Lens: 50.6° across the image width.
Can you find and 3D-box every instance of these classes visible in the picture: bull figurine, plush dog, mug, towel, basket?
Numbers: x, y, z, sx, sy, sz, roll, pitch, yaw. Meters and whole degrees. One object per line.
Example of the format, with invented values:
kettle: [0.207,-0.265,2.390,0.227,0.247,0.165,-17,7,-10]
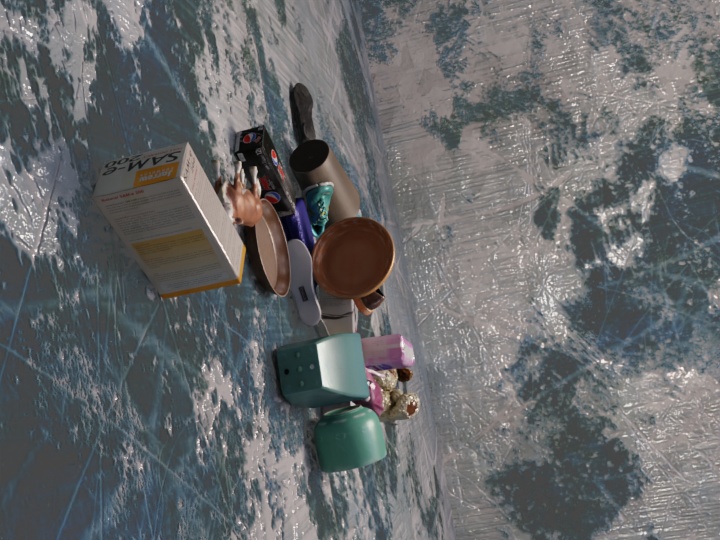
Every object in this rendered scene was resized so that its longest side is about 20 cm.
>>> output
bull figurine: [-0.224,-0.130,1.358,0.200,0.064,0.123,2,89,-81]
plush dog: [0.058,0.336,2.160,0.161,0.197,0.174,126,-27,-58]
mug: [-0.032,0.362,1.675,0.185,0.150,0.116,-18,-94,67]
towel: [-0.141,-0.063,1.796,0.148,0.049,0.203,-77,155,-75]
basket: [-0.096,-0.229,1.976,0.201,0.134,0.182,59,18,-50]

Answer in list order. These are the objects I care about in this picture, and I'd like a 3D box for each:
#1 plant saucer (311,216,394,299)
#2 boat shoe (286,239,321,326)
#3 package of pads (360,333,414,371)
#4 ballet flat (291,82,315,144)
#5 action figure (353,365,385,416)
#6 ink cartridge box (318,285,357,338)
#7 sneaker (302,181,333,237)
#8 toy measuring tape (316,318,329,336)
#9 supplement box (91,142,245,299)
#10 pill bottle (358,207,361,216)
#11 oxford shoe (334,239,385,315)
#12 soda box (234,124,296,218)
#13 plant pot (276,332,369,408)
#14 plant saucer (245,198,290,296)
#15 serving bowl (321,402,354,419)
plant saucer: [-0.015,-0.025,1.730,0.038,0.197,0.203,57,24,-62]
boat shoe: [-0.134,0.025,1.706,0.057,0.068,0.203,-120,-162,-74]
package of pads: [0.033,0.219,1.988,0.121,0.197,0.077,47,38,-63]
ballet flat: [-0.161,-0.423,2.073,0.066,0.057,0.203,8,62,-32]
action figure: [0.002,0.244,1.734,0.150,0.133,0.201,-58,142,-31]
ink cartridge box: [-0.052,0.077,1.889,0.146,0.082,0.202,-84,174,-55]
sneaker: [-0.098,-0.151,1.853,0.201,0.076,0.081,107,-32,-63]
toy measuring tape: [-0.085,0.191,1.803,0.201,0.073,0.074,59,16,-13]
supplement box: [-0.249,-0.062,1.023,0.201,0.124,0.074,69,15,-44]
pill bottle: [-0.043,-0.078,2.130,0.111,0.109,0.203,57,24,-62]
oxford shoe: [0.000,0.000,1.773,0.071,0.073,0.202,5,54,-58]
soda box: [-0.196,-0.202,1.597,0.201,0.062,0.071,68,15,-47]
plant pot: [-0.088,0.205,1.571,0.200,0.140,0.143,22,57,-68]
plant saucer: [-0.190,-0.043,1.548,0.200,0.034,0.203,-12,90,-78]
serving bowl: [-0.035,0.359,1.844,0.200,0.065,0.203,-11,90,-79]
